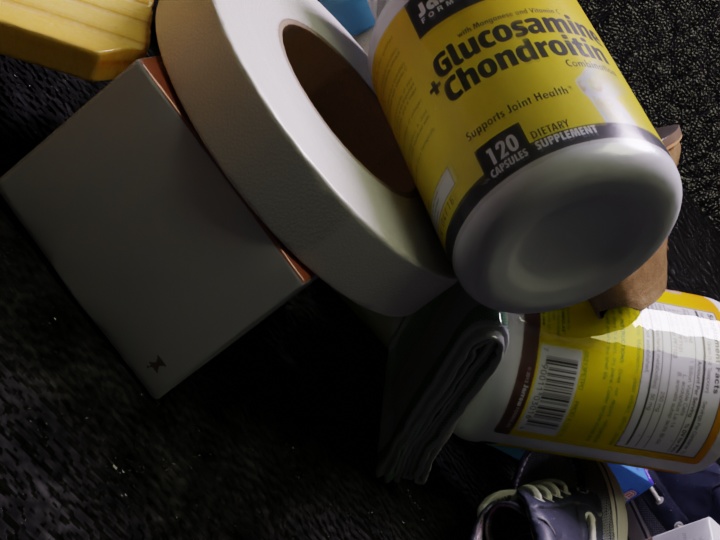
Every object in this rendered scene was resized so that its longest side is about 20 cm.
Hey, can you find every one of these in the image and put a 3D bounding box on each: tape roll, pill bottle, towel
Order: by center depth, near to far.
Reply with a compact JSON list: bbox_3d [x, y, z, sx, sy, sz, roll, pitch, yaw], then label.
[{"bbox_3d":[-0.017,-0.069,0.623,0.203,0.037,0.203,45,21,-23],"label":"tape roll"},{"bbox_3d":[0.068,-0.086,0.625,0.112,0.112,0.201,29,31,-48],"label":"pill bottle"},{"bbox_3d":[0.053,0.007,0.730,0.031,0.150,0.201,18,45,-11],"label":"towel"},{"bbox_3d":[0.153,0.061,0.759,0.199,0.110,0.110,11,34,-15],"label":"pill bottle"}]

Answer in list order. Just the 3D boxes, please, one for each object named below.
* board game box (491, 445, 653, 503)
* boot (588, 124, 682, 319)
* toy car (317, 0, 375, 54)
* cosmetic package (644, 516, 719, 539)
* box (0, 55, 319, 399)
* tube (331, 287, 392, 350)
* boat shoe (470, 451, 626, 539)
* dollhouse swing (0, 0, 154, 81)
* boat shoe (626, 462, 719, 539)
[{"bbox_3d":[0.135,0.087,0.976,0.200,0.045,0.153,31,29,-44],"label":"board game box"},{"bbox_3d":[0.154,-0.034,0.744,0.076,0.073,0.200,65,30,-12],"label":"boot"},{"bbox_3d":[0.002,-0.179,0.850,0.200,0.176,0.185,48,-19,39],"label":"toy car"},{"bbox_3d":[0.280,0.274,0.917,0.200,0.074,0.102,41,36,-32],"label":"cosmetic package"},{"bbox_3d":[-0.070,-0.038,0.650,0.125,0.097,0.200,53,20,-2],"label":"box"},{"bbox_3d":[0.000,0.000,0.830,0.200,0.058,0.052,50,-23,-23],"label":"tube"},{"bbox_3d":[0.108,0.147,0.744,0.093,0.074,0.200,51,19,-25],"label":"boat shoe"},{"bbox_3d":[-0.177,-0.204,0.563,0.175,0.183,0.201,3,35,-9],"label":"dollhouse swing"},{"bbox_3d":[0.251,0.168,1.027,0.075,0.093,0.201,33,28,-43],"label":"boat shoe"}]
